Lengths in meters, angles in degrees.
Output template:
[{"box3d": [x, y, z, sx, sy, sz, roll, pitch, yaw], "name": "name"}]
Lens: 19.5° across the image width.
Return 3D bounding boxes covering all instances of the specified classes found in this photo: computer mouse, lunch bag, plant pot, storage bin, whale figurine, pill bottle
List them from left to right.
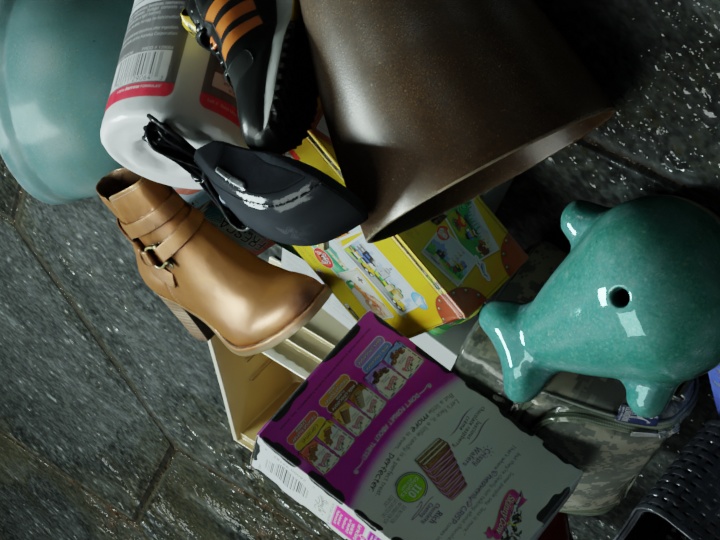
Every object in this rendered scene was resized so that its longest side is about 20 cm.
[{"box3d": [-0.199, -0.158, 1.717, 0.134, 0.200, 0.200, -3, 132, 23], "name": "plant pot"}, {"box3d": [-0.114, -0.169, 1.519, 0.111, 0.200, 0.111, 10, 155, 4], "name": "pill bottle"}, {"box3d": [-0.058, -0.037, 1.399, 0.200, 0.046, 0.140, 20, 166, 45], "name": "computer mouse"}, {"box3d": [-0.031, 0.118, 1.944, 0.198, 0.094, 0.200, 31, 150, 29], "name": "storage bin"}, {"box3d": [0.041, -0.149, 1.386, 0.200, 0.187, 0.187, 62, 154, 3], "name": "plant pot"}, {"box3d": [0.157, 0.094, 1.594, 0.168, 0.139, 0.200, 31, 151, 7], "name": "lunch bag"}, {"box3d": [0.165, 0.028, 1.429, 0.200, 0.104, 0.159, -22, 83, 28], "name": "whale figurine"}, {"box3d": [0.293, 0.218, 1.515, 0.200, 0.094, 0.135, 38, 156, 11], "name": "storage bin"}]

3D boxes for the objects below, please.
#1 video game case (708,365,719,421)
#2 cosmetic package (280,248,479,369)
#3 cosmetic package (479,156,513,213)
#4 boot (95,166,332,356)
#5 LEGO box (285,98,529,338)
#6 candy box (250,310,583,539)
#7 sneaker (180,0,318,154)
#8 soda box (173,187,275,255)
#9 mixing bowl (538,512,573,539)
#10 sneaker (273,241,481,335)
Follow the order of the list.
[{"box3d": [0.336, 0.124, 1.469, 0.181, 0.045, 0.200, 23, 147, 40], "name": "video game case"}, {"box3d": [0.022, 0.026, 1.781, 0.200, 0.051, 0.083, 38, 150, 17], "name": "cosmetic package"}, {"box3d": [0.042, -0.096, 1.581, 0.151, 0.052, 0.200, 43, 154, 10], "name": "cosmetic package"}, {"box3d": [-0.117, -0.018, 1.620, 0.155, 0.077, 0.200, 57, 157, -21], "name": "boot"}, {"box3d": [0.006, -0.048, 1.553, 0.200, 0.077, 0.149, 50, 154, -8], "name": "LEGO box"}, {"box3d": [0.040, 0.143, 1.513, 0.200, 0.136, 0.061, 37, 154, 12], "name": "candy box"}, {"box3d": [-0.079, -0.156, 1.422, 0.090, 0.200, 0.070, -7, 146, 15], "name": "sneaker"}, {"box3d": [-0.131, -0.069, 1.777, 0.068, 0.064, 0.200, 60, 173, -27], "name": "soda box"}, {"box3d": [0.085, 0.173, 1.782, 0.200, 0.200, 0.108, 14, 104, 47], "name": "mixing bowl"}, {"box3d": [0.000, 0.000, 1.679, 0.200, 0.074, 0.084, 27, 133, -10], "name": "sneaker"}]
